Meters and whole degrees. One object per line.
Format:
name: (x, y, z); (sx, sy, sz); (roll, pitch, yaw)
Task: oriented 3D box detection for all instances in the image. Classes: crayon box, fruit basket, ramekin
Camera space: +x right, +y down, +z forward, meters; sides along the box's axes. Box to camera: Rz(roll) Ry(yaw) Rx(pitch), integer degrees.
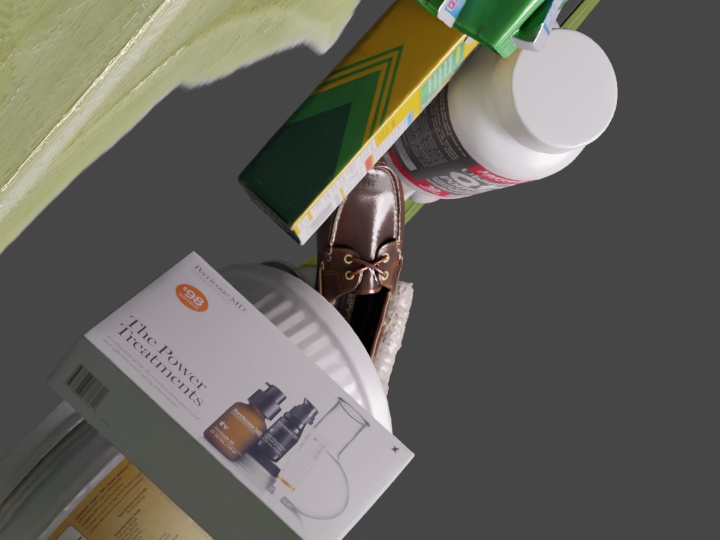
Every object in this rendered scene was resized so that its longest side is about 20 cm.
crayon box: (0.008, -0.111, 1.564); (0.200, 0.052, 0.126); (-47, 176, -2)
fruit basket: (0.112, -0.218, 1.399); (0.200, 0.094, 0.185); (-52, 175, 4)
ramekin: (-0.082, 0.103, 1.686); (0.094, 0.202, 0.202); (-28, 164, -40)

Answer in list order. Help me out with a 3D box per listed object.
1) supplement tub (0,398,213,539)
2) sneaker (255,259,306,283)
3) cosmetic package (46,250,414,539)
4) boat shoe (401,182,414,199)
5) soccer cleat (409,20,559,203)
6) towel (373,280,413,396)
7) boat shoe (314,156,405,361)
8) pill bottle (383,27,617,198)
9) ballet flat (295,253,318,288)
supplement tub: (-0.154, 0.190, 1.612); (0.144, 0.200, 0.144); (-47, 176, -5)
sneaker: (-0.123, 0.078, 1.876); (0.200, 0.073, 0.112); (-58, 171, 11)
cosmetic package: (-0.078, 0.093, 1.522); (0.052, 0.200, 0.151); (-50, 176, 30)
boat shoe: (0.034, -0.093, 1.907); (0.069, 0.072, 0.200); (-64, -176, -38)
soccer cleat: (0.095, -0.148, 2.091); (0.200, 0.070, 0.086); (-51, 160, 1)
towel: (-0.038, 0.071, 2.018); (0.200, 0.034, 0.133); (-5, -115, 51)
boat shoe: (0.000, 0.000, 1.878); (0.070, 0.070, 0.200); (-113, -156, -54)
pill bottle: (0.097, -0.114, 1.691); (0.111, 0.111, 0.200); (-47, -167, -19)
ballet flat: (-0.061, 0.038, 1.975); (0.200, 0.067, 0.067); (-32, 171, 38)
